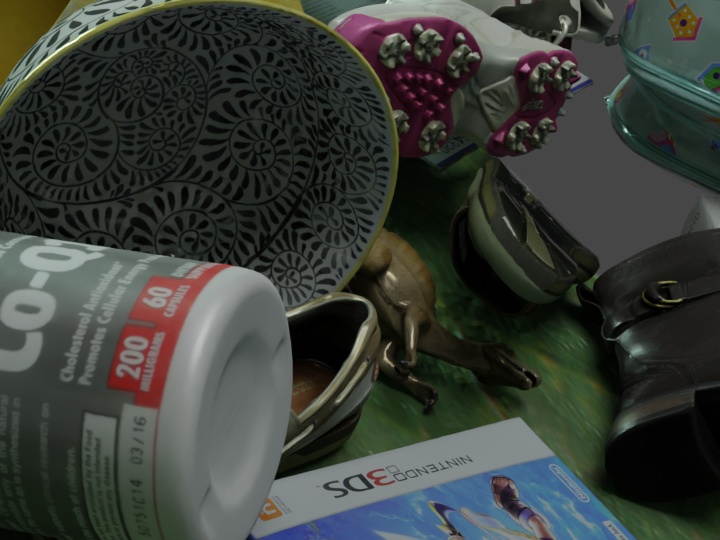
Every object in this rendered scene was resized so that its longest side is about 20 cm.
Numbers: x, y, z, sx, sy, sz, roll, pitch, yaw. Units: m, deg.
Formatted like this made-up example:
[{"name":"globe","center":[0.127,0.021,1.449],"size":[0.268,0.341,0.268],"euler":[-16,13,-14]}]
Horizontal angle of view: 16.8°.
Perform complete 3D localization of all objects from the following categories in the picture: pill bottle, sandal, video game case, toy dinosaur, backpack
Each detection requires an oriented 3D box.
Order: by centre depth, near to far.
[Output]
[{"name":"pill bottle","center":[-0.136,0.042,0.948],"size":[0.198,0.115,0.114],"euler":[8,28,18]},{"name":"video game case","center":[0.058,0.154,1.013],"size":[0.180,0.046,0.200],"euler":[-11,45,-41]},{"name":"toy dinosaur","center":[0.000,0.000,1.182],"size":[0.200,0.058,0.101],"euler":[51,34,-4]},{"name":"sandal","center":[0.071,-0.010,1.216],"size":[0.080,0.057,0.201],"euler":[46,10,5]},{"name":"backpack","center":[0.230,-0.117,1.407],"size":[0.175,0.154,0.200],"euler":[26,6,3]}]

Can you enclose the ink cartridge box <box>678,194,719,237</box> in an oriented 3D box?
[{"name":"ink cartridge box","center":[0.286,0.041,1.325],"size":[0.198,0.045,0.177],"euler":[11,32,-18]}]

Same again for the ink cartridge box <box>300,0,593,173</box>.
[{"name":"ink cartridge box","center":[0.007,-0.122,1.397],"size":[0.199,0.043,0.196],"euler":[36,33,17]}]

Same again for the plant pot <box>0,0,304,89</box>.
[{"name":"plant pot","center":[-0.110,-0.121,1.211],"size":[0.142,0.200,0.201],"euler":[32,25,-27]}]

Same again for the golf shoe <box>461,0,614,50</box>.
[{"name":"golf shoe","center":[0.080,-0.149,1.381],"size":[0.088,0.077,0.200],"euler":[41,35,10]}]

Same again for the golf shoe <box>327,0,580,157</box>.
[{"name":"golf shoe","center":[0.028,-0.105,1.233],"size":[0.091,0.076,0.199],"euler":[37,16,30]}]

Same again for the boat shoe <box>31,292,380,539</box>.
[{"name":"boat shoe","center":[-0.064,0.062,1.049],"size":[0.075,0.069,0.200],"euler":[37,38,18]}]

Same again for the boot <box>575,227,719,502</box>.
[{"name":"boot","center":[0.201,0.028,1.206],"size":[0.198,0.070,0.175],"euler":[-11,32,14]}]

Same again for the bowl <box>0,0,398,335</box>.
[{"name":"bowl","center":[-0.092,-0.056,1.090],"size":[0.199,0.202,0.094],"euler":[3,32,-28]}]
